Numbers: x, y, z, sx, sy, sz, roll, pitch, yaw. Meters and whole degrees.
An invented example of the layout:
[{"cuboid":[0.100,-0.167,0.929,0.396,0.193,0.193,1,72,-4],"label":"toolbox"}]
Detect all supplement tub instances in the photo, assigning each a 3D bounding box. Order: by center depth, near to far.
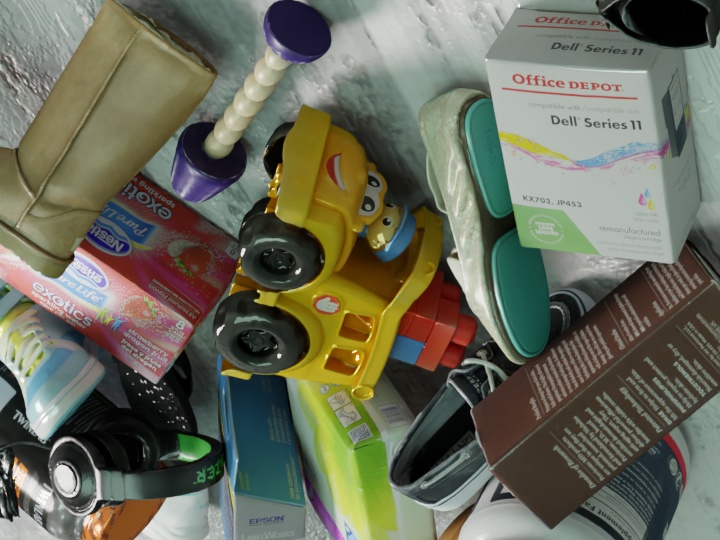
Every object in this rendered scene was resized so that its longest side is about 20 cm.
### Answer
[{"cuboid":[0.156,0.191,1.470,0.140,0.200,0.140,17,136,17],"label":"supplement tub"},{"cuboid":[-0.268,0.152,1.714,0.200,0.123,0.123,37,140,18],"label":"supplement tub"}]

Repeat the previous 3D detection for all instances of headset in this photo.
[{"cuboid":[-0.208,0.167,1.589,0.200,0.123,0.094,3,101,18],"label":"headset"}]

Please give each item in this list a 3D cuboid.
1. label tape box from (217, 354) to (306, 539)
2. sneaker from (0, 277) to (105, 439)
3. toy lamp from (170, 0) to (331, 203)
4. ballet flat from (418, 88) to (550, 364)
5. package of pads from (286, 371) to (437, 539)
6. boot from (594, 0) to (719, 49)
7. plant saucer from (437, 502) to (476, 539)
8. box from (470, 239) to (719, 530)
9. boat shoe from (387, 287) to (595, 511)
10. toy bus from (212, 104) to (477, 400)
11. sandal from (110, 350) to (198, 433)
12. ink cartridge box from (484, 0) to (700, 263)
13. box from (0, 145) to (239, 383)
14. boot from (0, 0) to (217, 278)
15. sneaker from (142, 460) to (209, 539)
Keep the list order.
[{"cuboid":[-0.082,0.167,1.626,0.066,0.143,0.200,-3,134,-9],"label":"label tape box"},{"cuboid":[-0.274,0.059,1.577,0.131,0.080,0.200,42,-178,-12],"label":"sneaker"},{"cuboid":[-0.086,-0.117,1.436,0.058,0.058,0.200,37,136,-5],"label":"toy lamp"},{"cuboid":[0.086,-0.032,1.388,0.062,0.067,0.200,-1,105,45],"label":"ballet flat"},{"cuboid":[0.001,0.153,1.576,0.155,0.068,0.200,-125,21,-46],"label":"package of pads"},{"cuboid":[0.140,-0.190,1.171,0.200,0.138,0.078,5,132,29],"label":"boot"},{"cuboid":[0.085,0.264,1.587,0.037,0.200,0.200,24,138,25],"label":"plant saucer"},{"cuboid":[0.177,0.076,1.354,0.200,0.100,0.075,-39,108,10],"label":"box"},{"cuboid":[0.095,0.090,1.439,0.068,0.200,0.072,29,-163,-51],"label":"boat shoe"},{"cuboid":[0.000,0.000,1.450,0.192,0.136,0.200,17,135,-2],"label":"toy bus"},{"cuboid":[-0.178,0.068,1.669,0.075,0.048,0.201,-1,117,51],"label":"sandal"},{"cuboid":[0.152,-0.106,1.294,0.117,0.067,0.200,7,132,26],"label":"ink cartridge box"},{"cuboid":[-0.206,-0.017,1.567,0.200,0.100,0.095,35,138,-2],"label":"box"},{"cuboid":[-0.231,-0.118,1.450,0.175,0.066,0.200,34,105,-10],"label":"boot"},{"cuboid":[-0.226,0.182,1.800,0.200,0.070,0.080,16,120,14],"label":"sneaker"}]
